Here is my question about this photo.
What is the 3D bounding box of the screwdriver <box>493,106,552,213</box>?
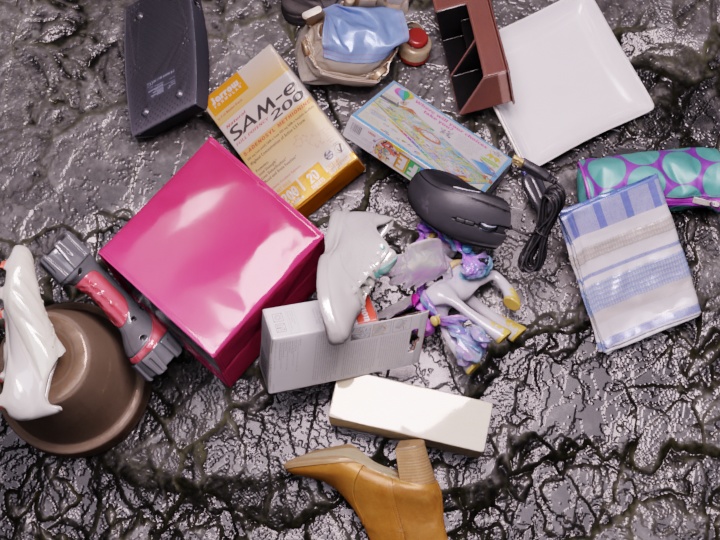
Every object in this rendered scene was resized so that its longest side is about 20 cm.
[{"bbox_3d":[0.205,-0.163,1.660,0.028,0.029,0.202,-29,85,25],"label":"screwdriver"}]

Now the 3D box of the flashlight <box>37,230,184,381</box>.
[{"bbox_3d":[-0.304,0.044,1.509,0.200,0.068,0.068,46,74,-14],"label":"flashlight"}]

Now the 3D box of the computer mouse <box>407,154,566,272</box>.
[{"bbox_3d":[0.153,-0.086,1.540,0.199,0.046,0.141,29,121,10],"label":"computer mouse"}]

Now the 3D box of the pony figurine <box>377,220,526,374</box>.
[{"bbox_3d":[0.103,0.031,1.592,0.192,0.167,0.200,-31,71,-40],"label":"pony figurine"}]

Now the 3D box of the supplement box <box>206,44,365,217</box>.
[{"bbox_3d":[-0.102,-0.180,1.659,0.126,0.074,0.201,-39,78,4],"label":"supplement box"}]

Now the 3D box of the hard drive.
[{"bbox_3d":[-0.260,-0.286,1.681,0.134,0.042,0.202,-21,65,32],"label":"hard drive"}]

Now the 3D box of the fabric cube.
[{"bbox_3d":[-0.177,-0.006,1.565,0.196,0.200,0.200,39,77,10],"label":"fabric cube"}]

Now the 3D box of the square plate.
[{"bbox_3d":[0.270,-0.262,1.710,0.198,0.028,0.200,-26,78,-6],"label":"square plate"}]

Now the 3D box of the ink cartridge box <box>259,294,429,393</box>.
[{"bbox_3d":[-0.021,0.082,1.518,0.198,0.110,0.051,-10,51,-16],"label":"ink cartridge box"}]

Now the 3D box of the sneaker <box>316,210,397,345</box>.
[{"bbox_3d":[0.000,0.000,1.458,0.087,0.076,0.201,-3,47,11],"label":"sneaker"}]

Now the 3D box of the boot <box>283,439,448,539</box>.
[{"bbox_3d":[0.005,0.293,1.557,0.199,0.071,0.146,-8,96,18],"label":"boot"}]

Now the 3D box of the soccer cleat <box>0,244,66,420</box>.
[{"bbox_3d":[-0.379,0.072,1.439,0.077,0.069,0.203,-1,83,-5],"label":"soccer cleat"}]

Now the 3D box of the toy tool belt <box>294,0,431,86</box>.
[{"bbox_3d":[0.011,-0.316,1.656,0.198,0.123,0.126,-9,64,-16],"label":"toy tool belt"}]

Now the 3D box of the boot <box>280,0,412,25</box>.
[{"bbox_3d":[-0.019,-0.391,1.691,0.198,0.132,0.071,-13,74,-3],"label":"boot"}]

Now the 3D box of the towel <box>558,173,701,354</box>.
[{"bbox_3d":[0.347,-0.007,1.604,0.145,0.024,0.202,-20,101,0],"label":"towel"}]

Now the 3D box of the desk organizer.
[{"bbox_3d":[0.147,-0.313,1.673,0.076,0.072,0.202,-13,59,6],"label":"desk organizer"}]

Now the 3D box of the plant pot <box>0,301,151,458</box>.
[{"bbox_3d":[-0.371,0.126,1.546,0.197,0.175,0.203,0,77,0],"label":"plant pot"}]

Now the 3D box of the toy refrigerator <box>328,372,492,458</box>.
[{"bbox_3d":[0.063,0.179,1.579,0.197,0.076,0.071,12,76,4],"label":"toy refrigerator"}]

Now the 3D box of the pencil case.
[{"bbox_3d":[0.385,-0.111,1.642,0.197,0.086,0.093,-5,44,0],"label":"pencil case"}]

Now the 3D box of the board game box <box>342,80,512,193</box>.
[{"bbox_3d":[0.091,-0.163,1.645,0.199,0.034,0.134,35,39,9],"label":"board game box"}]
